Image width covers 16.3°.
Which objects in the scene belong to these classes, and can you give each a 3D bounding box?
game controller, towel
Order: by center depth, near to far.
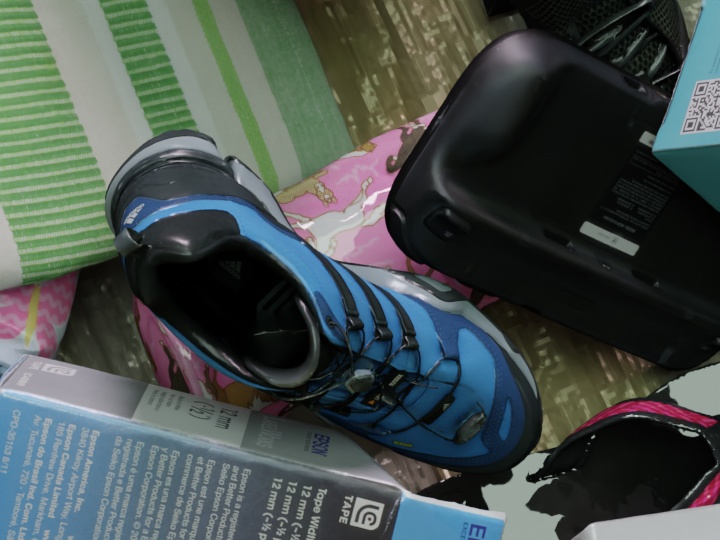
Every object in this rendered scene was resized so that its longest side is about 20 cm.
[{"bbox_3d":[0.101,-0.025,1.021,0.042,0.199,0.105,36,100,50],"label":"game controller"},{"bbox_3d":[-0.108,-0.084,1.028,0.199,0.023,0.154,-23,91,-35],"label":"towel"}]

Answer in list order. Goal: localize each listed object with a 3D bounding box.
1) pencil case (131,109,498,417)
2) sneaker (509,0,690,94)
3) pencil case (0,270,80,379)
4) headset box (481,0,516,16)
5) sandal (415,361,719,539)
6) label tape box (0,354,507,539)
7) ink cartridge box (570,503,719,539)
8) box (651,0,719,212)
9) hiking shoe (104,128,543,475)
[{"bbox_3d":[0.000,0.000,1.051,0.199,0.083,0.087,-27,60,-14],"label":"pencil case"},{"bbox_3d":[0.109,-0.092,1.033,0.076,0.199,0.115,-29,75,1],"label":"sneaker"},{"bbox_3d":[-0.154,-0.042,1.050,0.090,0.083,0.201,22,67,-21],"label":"pencil case"},{"bbox_3d":[0.144,-0.209,1.089,0.199,0.174,0.093,-15,72,-11],"label":"headset box"},{"bbox_3d":[0.110,0.090,1.047,0.199,0.045,0.076,-20,73,-11],"label":"sandal"},{"bbox_3d":[-0.057,0.129,0.979,0.198,0.066,0.144,14,101,-2],"label":"label tape box"},{"bbox_3d":[0.190,0.176,1.002,0.198,0.044,0.175,-6,69,-22],"label":"ink cartridge box"},{"bbox_3d":[0.207,-0.034,1.036,0.200,0.049,0.083,36,65,-35],"label":"box"},{"bbox_3d":[-0.015,0.031,0.953,0.199,0.087,0.075,31,113,-17],"label":"hiking shoe"}]
